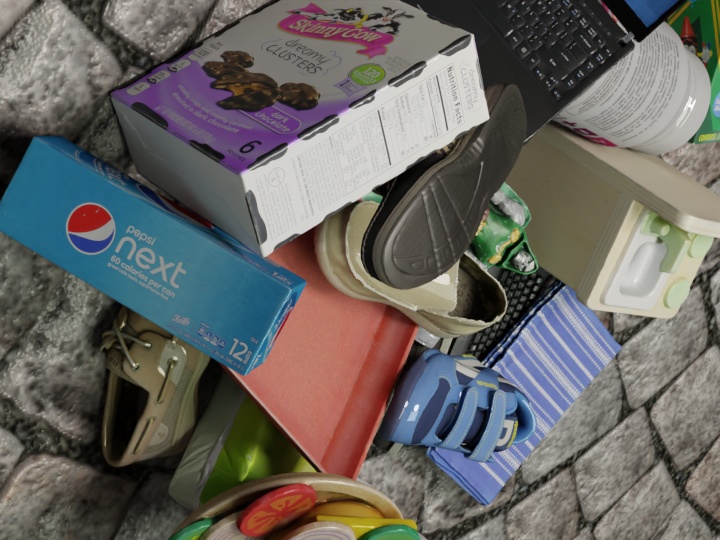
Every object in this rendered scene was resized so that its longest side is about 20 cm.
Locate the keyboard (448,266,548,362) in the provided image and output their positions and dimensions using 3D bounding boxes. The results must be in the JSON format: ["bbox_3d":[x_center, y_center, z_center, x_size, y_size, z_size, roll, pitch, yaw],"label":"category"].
[{"bbox_3d":[0.133,0.059,1.726,0.126,0.021,0.201,5,115,-45],"label":"keyboard"}]

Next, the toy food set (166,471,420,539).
[{"bbox_3d":[-0.059,0.216,1.419,0.198,0.049,0.199,6,134,-25],"label":"toy food set"}]

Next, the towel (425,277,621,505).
[{"bbox_3d":[0.148,0.113,1.745,0.200,0.024,0.145,-49,139,-4],"label":"towel"}]

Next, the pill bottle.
[{"bbox_3d":[0.193,-0.164,1.552,0.199,0.113,0.114,19,104,-48],"label":"pill bottle"}]

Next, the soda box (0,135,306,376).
[{"bbox_3d":[-0.139,-0.012,1.281,0.068,0.199,0.064,-60,176,8],"label":"soda box"}]

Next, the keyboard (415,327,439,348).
[{"bbox_3d":[0.000,0.000,1.516,0.199,0.011,0.057,30,98,-31],"label":"keyboard"}]

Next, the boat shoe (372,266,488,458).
[{"bbox_3d":[0.045,0.059,1.612,0.072,0.060,0.203,-75,-172,-73],"label":"boat shoe"}]

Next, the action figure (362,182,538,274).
[{"bbox_3d":[0.069,-0.054,1.514,0.199,0.055,0.118,34,104,-29],"label":"action figure"}]

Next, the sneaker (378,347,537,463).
[{"bbox_3d":[0.081,0.111,1.541,0.074,0.082,0.200,-62,157,14],"label":"sneaker"}]

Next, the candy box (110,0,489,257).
[{"bbox_3d":[-0.041,-0.113,1.321,0.199,0.167,0.072,-33,129,-23],"label":"candy box"}]

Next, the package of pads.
[{"bbox_3d":[-0.060,0.132,1.507,0.201,0.068,0.155,-65,146,-26],"label":"package of pads"}]

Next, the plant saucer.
[{"bbox_3d":[-0.040,0.029,1.429,0.200,0.036,0.201,51,48,-34],"label":"plant saucer"}]

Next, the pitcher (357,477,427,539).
[{"bbox_3d":[-0.034,0.259,1.647,0.171,0.122,0.200,-37,151,2],"label":"pitcher"}]

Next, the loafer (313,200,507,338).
[{"bbox_3d":[0.042,-0.005,1.454,0.199,0.068,0.076,26,64,-47],"label":"loafer"}]

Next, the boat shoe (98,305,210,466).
[{"bbox_3d":[-0.155,0.060,1.417,0.065,0.072,0.201,-18,134,-35],"label":"boat shoe"}]

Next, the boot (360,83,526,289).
[{"bbox_3d":[0.014,-0.067,1.360,0.200,0.149,0.074,-55,140,-36],"label":"boot"}]

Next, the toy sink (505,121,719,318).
[{"bbox_3d":[0.216,-0.033,1.600,0.130,0.200,0.113,6,114,-46],"label":"toy sink"}]

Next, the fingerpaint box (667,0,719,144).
[{"bbox_3d":[0.358,-0.207,1.709,0.199,0.073,0.168,-9,123,-40],"label":"fingerpaint box"}]

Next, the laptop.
[{"bbox_3d":[0.137,-0.225,1.392,0.200,0.178,0.103,-40,178,-14],"label":"laptop"}]
